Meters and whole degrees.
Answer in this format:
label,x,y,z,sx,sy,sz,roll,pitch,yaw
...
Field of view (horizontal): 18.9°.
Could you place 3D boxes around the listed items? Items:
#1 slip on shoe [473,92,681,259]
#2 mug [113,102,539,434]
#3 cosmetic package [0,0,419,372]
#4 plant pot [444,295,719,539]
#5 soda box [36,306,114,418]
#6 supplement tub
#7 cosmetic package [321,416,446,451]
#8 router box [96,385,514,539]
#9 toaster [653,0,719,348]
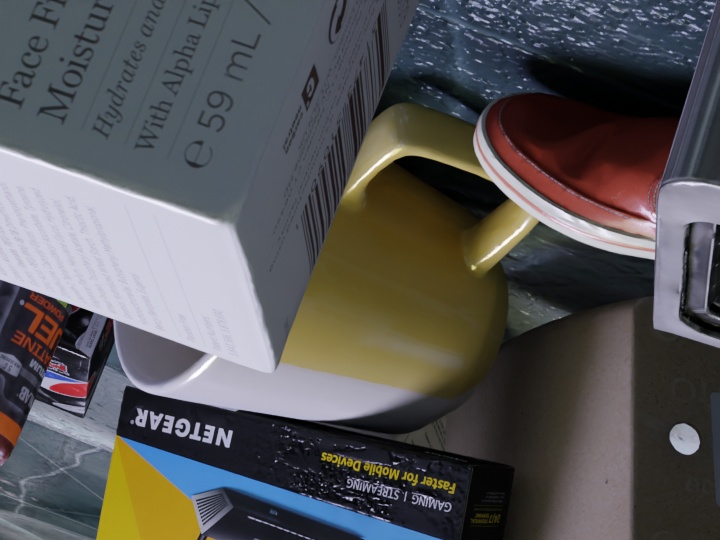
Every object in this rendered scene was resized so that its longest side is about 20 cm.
label,x,y,z,sx,sy,sz,roll,pitch,yaw
slip on shoe,0.136,-0.036,0.824,0.199,0.074,0.062,20,130,26
mug,-0.005,0.008,0.997,0.152,0.150,0.186,22,172,-29
cosmetic package,-0.098,-0.090,0.751,0.199,0.166,0.165,18,163,8
plant pot,0.158,0.119,1.022,0.198,0.201,0.177,12,151,-13
soda box,-0.201,0.041,1.463,0.063,0.071,0.200,21,164,-2
supplement tub,-0.238,0.046,1.296,0.106,0.201,0.107,19,165,6
cosmetic package,0.002,0.107,1.152,0.071,0.201,0.106,12,143,27
router box,-0.034,0.145,1.024,0.199,0.150,0.051,10,179,32
toaster,0.190,-0.029,0.663,0.180,0.119,0.200,17,163,12
